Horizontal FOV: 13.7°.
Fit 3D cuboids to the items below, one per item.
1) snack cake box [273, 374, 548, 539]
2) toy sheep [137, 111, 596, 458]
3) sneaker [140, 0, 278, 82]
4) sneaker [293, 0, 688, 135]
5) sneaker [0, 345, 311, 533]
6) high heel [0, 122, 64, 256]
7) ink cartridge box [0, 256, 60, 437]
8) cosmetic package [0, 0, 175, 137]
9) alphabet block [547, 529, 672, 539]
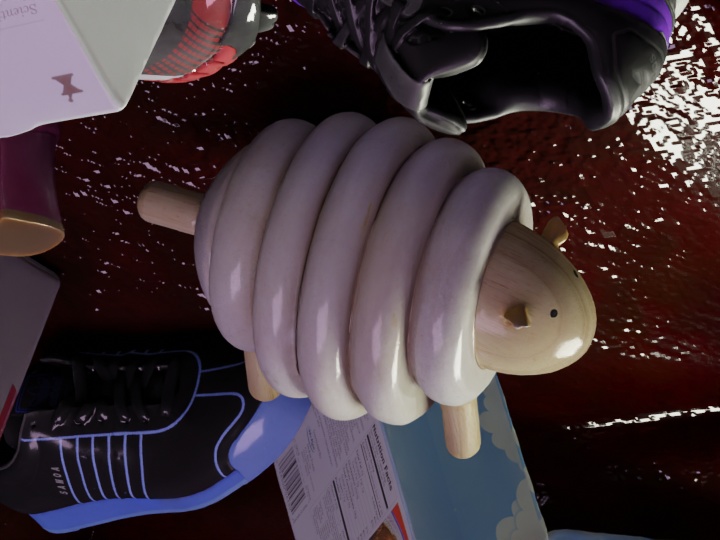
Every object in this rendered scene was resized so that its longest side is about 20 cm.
[{"bbox_3d":[0.032,0.139,1.310,0.067,0.201,0.115,-2,150,-27],"label":"snack cake box"},{"bbox_3d":[0.000,0.000,1.213,0.199,0.138,0.138,11,143,15],"label":"toy sheep"},{"bbox_3d":[-0.112,-0.102,1.102,0.097,0.071,0.200,-9,-172,-38],"label":"sneaker"},{"bbox_3d":[0.018,-0.103,1.096,0.199,0.100,0.070,15,142,6],"label":"sneaker"},{"bbox_3d":[-0.112,0.070,1.382,0.199,0.071,0.078,-23,134,38],"label":"sneaker"},{"bbox_3d":[-0.192,-0.070,1.157,0.199,0.097,0.067,12,148,-44],"label":"high heel"},{"bbox_3d":[-0.236,0.079,1.373,0.083,0.147,0.200,32,139,-19],"label":"ink cartridge box"},{"bbox_3d":[-0.104,-0.137,1.013,0.101,0.201,0.074,-9,129,27],"label":"cosmetic package"},{"bbox_3d":[0.141,0.258,1.395,0.194,0.198,0.200,8,145,-17],"label":"alphabet block"}]
